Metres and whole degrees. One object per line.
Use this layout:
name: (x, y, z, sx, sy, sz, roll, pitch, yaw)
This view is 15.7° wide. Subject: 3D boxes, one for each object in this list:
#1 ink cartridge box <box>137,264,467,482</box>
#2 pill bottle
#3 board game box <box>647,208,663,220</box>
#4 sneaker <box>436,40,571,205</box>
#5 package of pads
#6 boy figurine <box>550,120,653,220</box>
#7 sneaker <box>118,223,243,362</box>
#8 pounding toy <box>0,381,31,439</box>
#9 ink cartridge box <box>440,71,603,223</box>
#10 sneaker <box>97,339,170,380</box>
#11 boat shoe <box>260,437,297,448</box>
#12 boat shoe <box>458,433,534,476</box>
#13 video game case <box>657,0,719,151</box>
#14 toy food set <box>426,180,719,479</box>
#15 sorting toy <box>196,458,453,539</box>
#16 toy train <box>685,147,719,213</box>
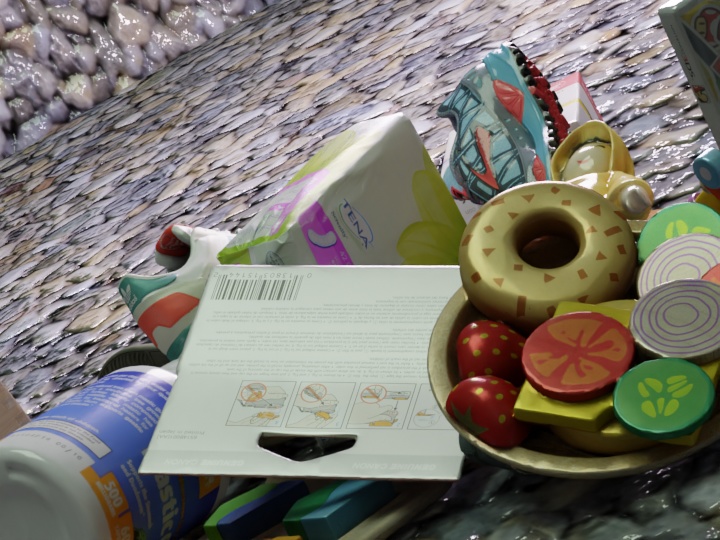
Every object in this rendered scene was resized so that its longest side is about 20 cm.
ink cartridge box: (-0.014, 0.070, 1.551, 0.199, 0.045, 0.177, 0, 45, 18)
pill bottle: (-0.149, 0.125, 1.616, 0.112, 0.113, 0.200, -19, 8, 35)
board game box: (0.135, 0.019, 1.672, 0.200, 0.030, 0.095, -38, 16, -27)
sneaker: (0.108, -0.064, 1.832, 0.095, 0.079, 0.201, -33, 44, 17)
package of pads: (0.000, 0.000, 1.731, 0.068, 0.155, 0.200, -19, 16, 35)
boy figurine: (0.137, -0.034, 1.675, 0.124, 0.065, 0.200, -22, 17, 35)
sneaker: (-0.084, -0.008, 1.780, 0.200, 0.093, 0.070, -39, -10, -43)
pounding toy: (-0.328, 0.144, 1.965, 0.184, 0.142, 0.200, -33, 7, 40)
ink cartridge box: (0.125, -0.075, 1.944, 0.116, 0.068, 0.200, -25, 14, 11)
sneaker: (-0.099, 0.069, 1.899, 0.200, 0.075, 0.106, -22, -2, 44)
boat shoe: (-0.043, 0.054, 1.768, 0.071, 0.065, 0.200, 9, 30, 26)
boat shoe: (0.122, 0.046, 1.496, 0.062, 0.073, 0.200, -10, 27, 42)
video game case: (0.287, -0.121, 1.537, 0.200, 0.183, 0.023, -33, 17, -20)
toy food set: (0.133, 0.032, 1.407, 0.197, 0.049, 0.200, 7, 45, 21)
sorting toy: (-0.064, 0.163, 1.513, 0.200, 0.037, 0.185, -39, 17, -35)
toy train: (0.274, -0.082, 1.620, 0.200, 0.056, 0.150, -38, -13, -30)
